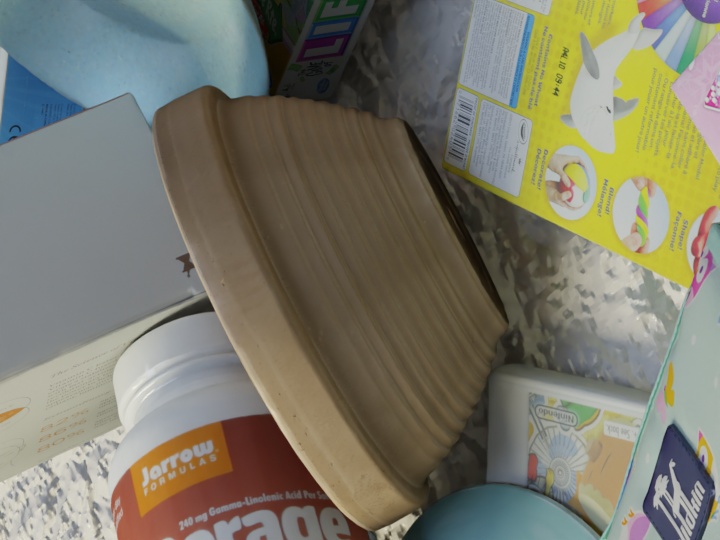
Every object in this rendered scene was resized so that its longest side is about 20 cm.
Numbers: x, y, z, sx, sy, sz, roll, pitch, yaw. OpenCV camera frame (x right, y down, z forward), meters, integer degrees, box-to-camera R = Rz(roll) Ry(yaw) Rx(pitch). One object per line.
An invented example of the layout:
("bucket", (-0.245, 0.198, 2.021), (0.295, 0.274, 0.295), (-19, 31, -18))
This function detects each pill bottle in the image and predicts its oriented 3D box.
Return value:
("pill bottle", (-0.050, 0.122, 0.842), (0.112, 0.112, 0.200), (-52, 45, 41))

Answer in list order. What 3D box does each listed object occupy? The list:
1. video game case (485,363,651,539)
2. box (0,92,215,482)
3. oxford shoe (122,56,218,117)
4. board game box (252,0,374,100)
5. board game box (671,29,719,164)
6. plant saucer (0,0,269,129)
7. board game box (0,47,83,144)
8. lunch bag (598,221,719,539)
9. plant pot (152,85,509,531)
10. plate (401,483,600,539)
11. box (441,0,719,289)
("video game case", (0.120, 0.141, 0.756), (0.200, 0.023, 0.182), (10, 102, 51))
("box", (-0.164, 0.021, 0.941), (0.106, 0.152, 0.200), (62, 160, 12))
("oxford shoe", (-0.076, -0.091, 0.952), (0.200, 0.073, 0.084), (57, 132, 15))
("board game box", (-0.045, -0.197, 0.887), (0.200, 0.034, 0.135), (67, 153, 25))
("board game box", (0.208, -0.098, 0.475), (0.199, 0.200, 0.043), (-52, 56, 40))
("plant saucer", (-0.117, -0.140, 0.860), (0.201, 0.039, 0.201), (26, 151, 16))
("board game box", (-0.237, -0.137, 1.160), (0.196, 0.056, 0.200), (30, 117, 47))
("lunch bag", (0.163, 0.093, 0.605), (0.200, 0.122, 0.171), (31, 117, 37))
("plant pot", (0.000, 0.000, 0.804), (0.093, 0.201, 0.201), (-28, 66, 7))
("plate", (0.059, 0.191, 0.804), (0.200, 0.026, 0.201), (7, 99, 52))
("box", (0.118, -0.063, 0.720), (0.200, 0.048, 0.118), (32, 118, 48))
